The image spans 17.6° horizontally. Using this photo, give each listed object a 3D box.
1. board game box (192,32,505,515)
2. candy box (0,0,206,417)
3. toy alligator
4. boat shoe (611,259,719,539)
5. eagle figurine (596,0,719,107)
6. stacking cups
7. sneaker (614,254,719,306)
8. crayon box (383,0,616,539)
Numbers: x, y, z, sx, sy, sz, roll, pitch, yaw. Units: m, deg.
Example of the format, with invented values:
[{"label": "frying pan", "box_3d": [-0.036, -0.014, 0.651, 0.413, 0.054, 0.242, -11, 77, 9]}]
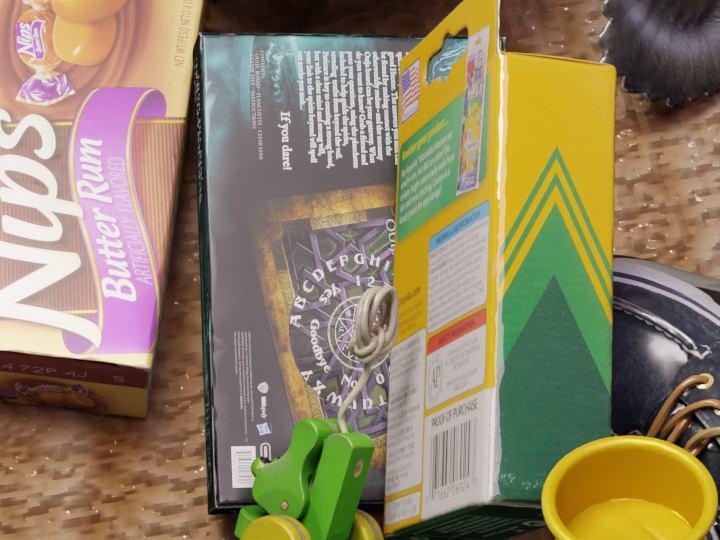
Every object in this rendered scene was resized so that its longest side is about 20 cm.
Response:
[{"label": "board game box", "box_3d": [0.000, 0.000, 0.975, 0.135, 0.028, 0.201, 0, 78, -11]}, {"label": "candy box", "box_3d": [-0.134, -0.043, 0.996, 0.116, 0.057, 0.201, 8, 62, -3]}, {"label": "toy alligator", "box_3d": [-0.027, 0.099, 0.913, 0.054, 0.059, 0.201, 13, 95, 35]}, {"label": "boat shoe", "box_3d": [0.138, 0.067, 0.905, 0.200, 0.091, 0.071, 36, 111, 13]}, {"label": "eagle figurine", "box_3d": [0.165, -0.189, 1.075, 0.200, 0.151, 0.152, -38, 26, 9]}, {"label": "stacking cups", "box_3d": [0.095, 0.152, 0.845, 0.060, 0.201, 0.061, -2, 40, 2]}, {"label": "sneaker", "box_3d": [0.165, 0.033, 0.976, 0.199, 0.079, 0.074, 17, 66, 4]}, {"label": "crayon box", "box_3d": [0.053, -0.001, 0.902, 0.051, 0.126, 0.201, 5, 77, -16]}]
